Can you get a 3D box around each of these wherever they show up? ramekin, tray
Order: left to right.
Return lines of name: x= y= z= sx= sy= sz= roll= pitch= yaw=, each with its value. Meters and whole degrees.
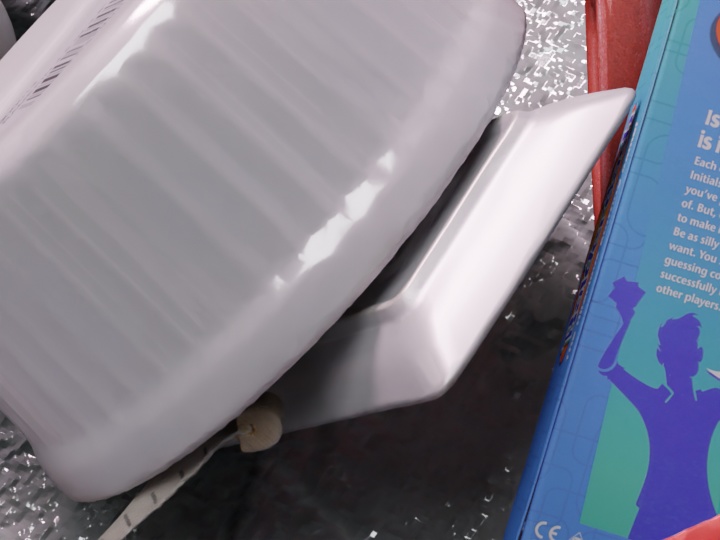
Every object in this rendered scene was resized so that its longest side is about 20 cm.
ramekin: x=-0.054 y=-0.038 z=0.835 sx=0.200 sy=0.098 sz=0.201 roll=-44 pitch=15 yaw=15
tray: x=0.000 y=0.000 z=0.828 sx=0.022 sy=0.200 sz=0.108 roll=39 pitch=68 yaw=-15

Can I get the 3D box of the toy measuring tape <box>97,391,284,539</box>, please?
toy measuring tape: x=-0.077 y=0.123 z=0.804 sx=0.200 sy=0.074 sz=0.074 roll=-43 pitch=55 yaw=9

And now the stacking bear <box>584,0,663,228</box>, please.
stacking bear: x=0.170 y=-0.052 z=0.848 sx=0.199 sy=0.121 sz=0.114 roll=-2 pitch=83 yaw=3

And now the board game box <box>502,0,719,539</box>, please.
board game box: x=0.136 y=0.014 z=0.771 sx=0.151 sy=0.045 sz=0.201 roll=17 pitch=89 yaw=0

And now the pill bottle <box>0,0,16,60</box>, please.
pill bottle: x=-0.184 y=-0.056 z=0.941 sx=0.112 sy=0.113 sz=0.201 roll=14 pitch=63 yaw=23

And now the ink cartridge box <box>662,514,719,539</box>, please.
ink cartridge box: x=0.064 y=0.172 z=0.716 sx=0.199 sy=0.045 sz=0.177 roll=-24 pitch=86 yaw=-1
